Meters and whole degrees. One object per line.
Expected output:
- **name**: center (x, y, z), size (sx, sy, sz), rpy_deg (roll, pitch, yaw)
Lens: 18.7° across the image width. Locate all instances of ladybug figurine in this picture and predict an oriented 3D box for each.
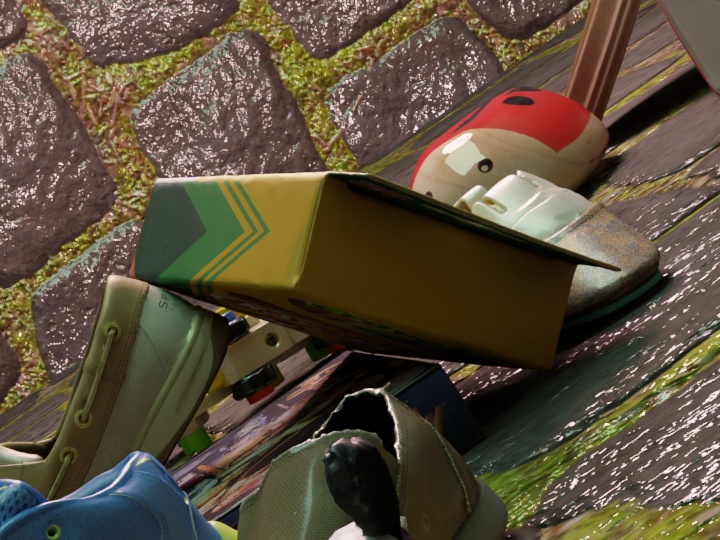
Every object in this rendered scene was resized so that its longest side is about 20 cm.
- **ladybug figurine**: center (0.087, -0.065, 1.374), size (0.135, 0.072, 0.200), rpy_deg (-32, 5, 20)

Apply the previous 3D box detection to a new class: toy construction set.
- **toy construction set**: center (-0.077, 0.043, 1.356), size (0.200, 0.092, 0.131), rpy_deg (-48, 11, -24)

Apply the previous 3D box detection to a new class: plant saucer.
- **plant saucer**: center (0.175, -0.183, 1.505), size (0.200, 0.029, 0.201), rpy_deg (17, -90, -87)

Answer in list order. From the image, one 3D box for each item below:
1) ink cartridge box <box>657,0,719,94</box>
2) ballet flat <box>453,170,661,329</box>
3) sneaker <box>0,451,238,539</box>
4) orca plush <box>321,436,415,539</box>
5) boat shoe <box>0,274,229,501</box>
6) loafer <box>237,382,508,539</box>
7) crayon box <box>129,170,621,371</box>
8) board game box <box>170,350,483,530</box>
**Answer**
- **ink cartridge box**: center (0.265, -0.195, 1.421), size (0.146, 0.083, 0.200), rpy_deg (-33, 6, 10)
- **ballet flat**: center (0.071, -0.008, 0.993), size (0.068, 0.067, 0.200), rpy_deg (-34, 5, -17)
- **sneaker**: center (-0.115, 0.129, 0.669), size (0.200, 0.105, 0.076), rpy_deg (-37, 6, -34)
- **orca plush**: center (0.023, 0.083, 0.440), size (0.071, 0.106, 0.200), rpy_deg (4, -20, 3)
- **boat shoe**: center (-0.131, 0.094, 0.953), size (0.201, 0.066, 0.074), rpy_deg (-60, 8, -4)
- **loafer**: center (-0.015, 0.089, 0.622), size (0.075, 0.070, 0.200), rpy_deg (-31, 6, 19)
- **crayon box**: center (0.000, 0.000, 0.918), size (0.200, 0.126, 0.051), rpy_deg (1, 74, 62)
- **board game box**: center (-0.033, 0.087, 0.933), size (0.135, 0.035, 0.200), rpy_deg (-35, 5, -10)
